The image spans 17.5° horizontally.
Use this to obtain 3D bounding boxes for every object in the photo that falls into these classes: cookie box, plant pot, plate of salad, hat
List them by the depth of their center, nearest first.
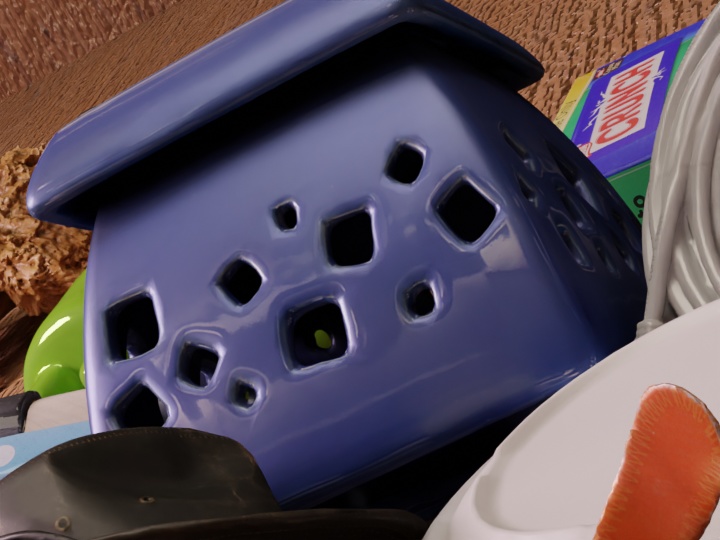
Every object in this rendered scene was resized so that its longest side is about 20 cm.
[{"bbox_3d":[0.104,0.056,0.686,0.199,0.048,0.200,-28,12,7],"label":"plate of salad"},{"bbox_3d":[-0.075,0.101,0.773,0.200,0.201,0.081,-28,57,10],"label":"hat"},{"bbox_3d":[0.000,0.000,0.908,0.199,0.181,0.200,-28,-13,17],"label":"plant pot"},{"bbox_3d":[0.184,-0.068,1.095,0.199,0.075,0.171,-24,18,27],"label":"cookie box"}]

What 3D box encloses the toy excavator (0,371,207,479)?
[{"bbox_3d":[-0.113,0.120,0.926,0.099,0.195,0.201,-12,42,13],"label":"toy excavator"}]

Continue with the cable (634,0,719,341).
[{"bbox_3d":[0.190,-0.029,0.787,0.199,0.069,0.201,-9,67,34],"label":"cable"}]

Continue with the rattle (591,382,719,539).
[{"bbox_3d":[0.046,0.130,0.608,0.143,0.129,0.201,40,-112,-74],"label":"rattle"}]

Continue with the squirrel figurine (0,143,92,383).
[{"bbox_3d":[-0.273,0.003,1.644,0.199,0.142,0.187,-31,21,11],"label":"squirrel figurine"}]

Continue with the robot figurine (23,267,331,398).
[{"bbox_3d":[-0.103,0.040,1.227,0.175,0.116,0.200,-33,13,27],"label":"robot figurine"}]
